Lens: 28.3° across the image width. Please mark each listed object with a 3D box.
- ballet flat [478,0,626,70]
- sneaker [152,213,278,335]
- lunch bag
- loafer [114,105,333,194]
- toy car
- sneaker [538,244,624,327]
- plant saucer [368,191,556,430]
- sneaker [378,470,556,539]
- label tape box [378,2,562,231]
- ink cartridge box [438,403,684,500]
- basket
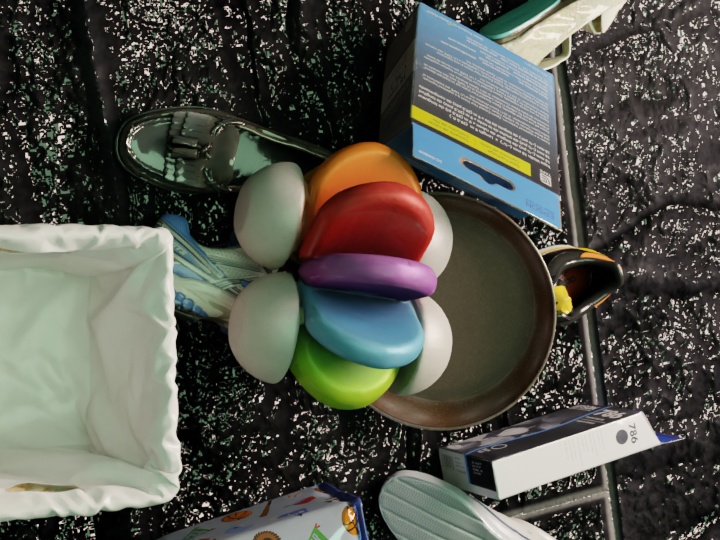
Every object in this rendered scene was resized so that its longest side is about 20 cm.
[{"bbox_3d":[0.188,-0.230,1.291,0.199,0.067,0.063,-32,119,-14],"label":"ballet flat"},{"bbox_3d":[-0.088,0.012,1.153,0.199,0.077,0.086,24,77,-24],"label":"sneaker"},{"bbox_3d":[-0.061,0.294,1.137,0.169,0.124,0.202,-14,95,-17],"label":"lunch bag"},{"bbox_3d":[-0.095,-0.093,1.152,0.198,0.063,0.073,8,87,-25],"label":"loafer"},{"bbox_3d":[0.000,0.000,1.079,0.174,0.150,0.202,9,72,-23],"label":"toy car"},{"bbox_3d":[0.139,0.028,1.249,0.199,0.090,0.071,-23,100,-23],"label":"sneaker"},{"bbox_3d":[0.065,0.033,1.202,0.198,0.032,0.202,1,99,8],"label":"plant saucer"},{"bbox_3d":[0.104,0.238,1.247,0.199,0.071,0.073,33,98,1],"label":"sneaker"},{"bbox_3d":[0.089,-0.111,1.175,0.143,0.063,0.201,25,42,-18],"label":"label tape box"},{"bbox_3d":[0.178,0.153,1.265,0.198,0.099,0.040,-13,95,-25],"label":"ink cartridge box"},{"bbox_3d":[-0.246,0.069,1.030,0.196,0.161,0.202,-2,91,-25],"label":"basket"}]
